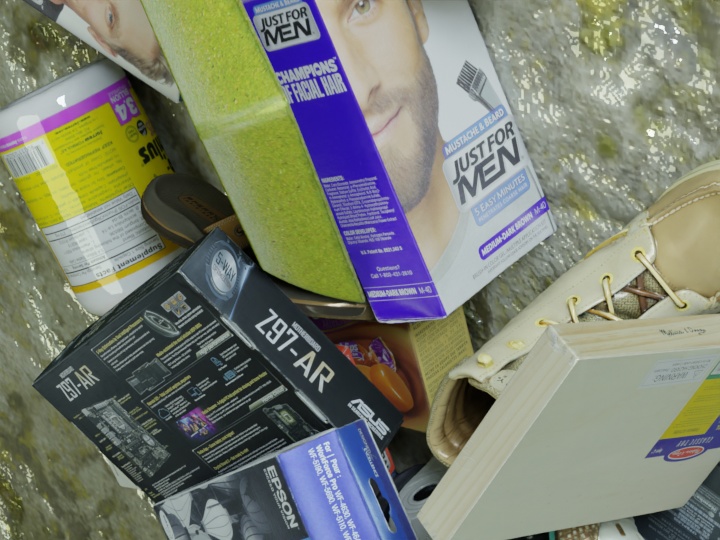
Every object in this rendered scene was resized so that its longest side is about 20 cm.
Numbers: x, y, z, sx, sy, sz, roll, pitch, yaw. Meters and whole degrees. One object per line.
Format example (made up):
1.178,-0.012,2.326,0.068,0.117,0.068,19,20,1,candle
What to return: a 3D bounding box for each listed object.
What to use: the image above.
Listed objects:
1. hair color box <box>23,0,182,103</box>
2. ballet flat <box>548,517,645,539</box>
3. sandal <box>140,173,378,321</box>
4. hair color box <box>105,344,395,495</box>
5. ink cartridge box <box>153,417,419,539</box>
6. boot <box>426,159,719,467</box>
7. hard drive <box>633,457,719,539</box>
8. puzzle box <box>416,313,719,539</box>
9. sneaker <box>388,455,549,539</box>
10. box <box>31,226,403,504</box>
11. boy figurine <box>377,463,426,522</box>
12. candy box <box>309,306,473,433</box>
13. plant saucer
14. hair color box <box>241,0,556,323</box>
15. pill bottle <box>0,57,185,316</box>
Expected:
-0.166,-0.204,1.105,0.200,0.060,0.100,33,138,24,hair color box
0.141,0.191,0.975,0.065,0.200,0.071,-7,156,23,ballet flat
-0.055,-0.023,1.040,0.200,0.082,0.055,33,117,36,sandal
-0.088,0.099,1.136,0.200,0.064,0.111,6,131,33,hair color box
-0.044,0.154,0.970,0.200,0.039,0.100,-30,83,52,ink cartridge box
0.126,0.028,0.894,0.073,0.155,0.200,53,142,3,boot
0.196,0.171,1.028,0.139,0.033,0.200,36,139,22,hard drive
0.133,0.079,0.868,0.025,0.200,0.133,52,125,32,puzzle box
0.085,0.150,1.011,0.073,0.200,0.112,-20,107,27,sneaker
-0.092,0.079,1.037,0.160,0.044,0.200,45,139,-9,box
-0.045,0.127,1.225,0.200,0.064,0.125,31,137,28,boy figurine
0.000,0.000,1.089,0.117,0.056,0.200,9,123,44,candy box
-0.071,-0.095,0.935,0.200,0.048,0.200,69,177,-58,plant saucer
0.025,-0.084,0.954,0.065,0.109,0.200,-7,113,49,hair color box
-0.173,-0.040,1.201,0.104,0.104,0.200,-11,110,50,pill bottle
